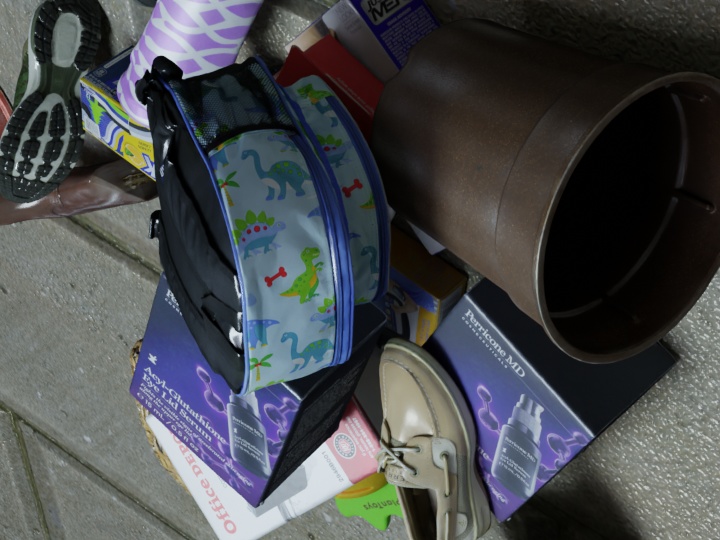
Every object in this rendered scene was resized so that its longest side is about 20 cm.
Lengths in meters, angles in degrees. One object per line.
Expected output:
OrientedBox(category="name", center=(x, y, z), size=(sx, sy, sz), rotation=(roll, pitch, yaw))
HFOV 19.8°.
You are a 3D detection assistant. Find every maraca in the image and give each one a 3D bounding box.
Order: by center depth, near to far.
OrientedBox(category="maraca", center=(-0.014, 0.160, 1.888), size=(0.137, 0.107, 0.200), rotation=(-15, 119, 43))

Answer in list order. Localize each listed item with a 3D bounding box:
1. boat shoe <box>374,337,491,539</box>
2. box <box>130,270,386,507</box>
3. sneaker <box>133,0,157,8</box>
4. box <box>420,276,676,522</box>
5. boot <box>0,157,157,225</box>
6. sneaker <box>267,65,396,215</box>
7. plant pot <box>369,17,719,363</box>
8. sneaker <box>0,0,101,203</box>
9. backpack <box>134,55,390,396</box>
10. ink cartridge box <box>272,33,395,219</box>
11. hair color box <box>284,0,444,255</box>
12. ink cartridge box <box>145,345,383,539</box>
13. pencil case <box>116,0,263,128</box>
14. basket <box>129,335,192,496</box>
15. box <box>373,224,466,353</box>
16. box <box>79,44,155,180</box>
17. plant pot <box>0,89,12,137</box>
OrientedBox(category="boat shoe", center=(0.048, 0.145, 1.620), size=(0.072, 0.065, 0.201), rotation=(19, 136, 43))
OrientedBox(category="box", center=(-0.084, 0.066, 1.609), size=(0.148, 0.104, 0.200), rotation=(40, 149, 12))
OrientedBox(category="sneaker", center=(-0.153, -0.279, 1.644), size=(0.082, 0.073, 0.201), rotation=(35, 146, 24))
OrientedBox(category="box", center=(0.129, 0.083, 1.614), size=(0.148, 0.104, 0.200), rotation=(47, 150, 9))
OrientedBox(category="boot", center=(-0.286, -0.076, 1.946), size=(0.200, 0.185, 0.065), rotation=(1, 100, 56))
OrientedBox(category="sneaker", center=(-0.048, -0.098, 1.689), size=(0.199, 0.078, 0.086), rotation=(34, 146, 27))
OrientedBox(category="plant pot", center=(0.121, -0.068, 1.388), size=(0.198, 0.200, 0.201), rotation=(30, 144, 41))
OrientedBox(category="sneaker", center=(-0.289, -0.160, 1.899), size=(0.076, 0.201, 0.089), rotation=(16, -176, -21))
OrientedBox(category="backpack", center=(-0.059, -0.029, 1.414), size=(0.184, 0.146, 0.201), rotation=(90, 162, -44))
OrientedBox(category="ink cartridge box", center=(-0.019, -0.089, 1.540), size=(0.116, 0.067, 0.200), rotation=(43, 146, 9))
OrientedBox(category="hair color box", center=(0.041, -0.119, 1.561), size=(0.201, 0.065, 0.109), rotation=(56, 149, -3))
OrientedBox(category="ink cartridge box", center=(-0.066, 0.133, 1.783), size=(0.199, 0.084, 0.145), rotation=(-32, 90, 31))
OrientedBox(category="pencil case", center=(-0.128, -0.201, 1.628), size=(0.201, 0.083, 0.086), rotation=(-59, 37, 35))
OrientedBox(category="basket", center=(-0.114, 0.135, 1.957), size=(0.149, 0.143, 0.201), rotation=(9, 129, 50))
OrientedBox(category="box", center=(0.000, 0.000, 1.764), size=(0.199, 0.041, 0.119), rotation=(34, 145, 24))
OrientedBox(category="box", center=(-0.156, -0.115, 1.823), size=(0.200, 0.070, 0.065), rotation=(36, 144, 26))
OrientedBox(category="plant pot", center=(-0.481, -0.116, 2.136), size=(0.200, 0.195, 0.202), rotation=(34, 146, 27))
